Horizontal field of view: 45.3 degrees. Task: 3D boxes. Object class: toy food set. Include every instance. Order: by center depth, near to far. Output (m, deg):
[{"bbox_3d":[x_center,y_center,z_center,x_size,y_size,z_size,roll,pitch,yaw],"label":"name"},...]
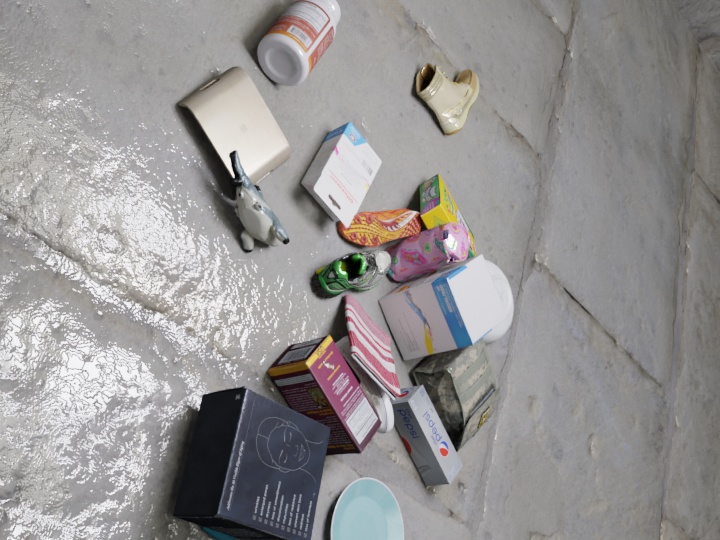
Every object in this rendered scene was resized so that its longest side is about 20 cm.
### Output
[{"bbox_3d":[-0.229,-0.253,1.580,0.143,0.060,0.202,-41,108,-32],"label":"toy food set"}]

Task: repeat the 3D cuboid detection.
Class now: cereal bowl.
[{"bbox_3d":[0.296,0.068,2.015,0.198,0.082,0.205,15,69,-44],"label":"cereal bowl"}]

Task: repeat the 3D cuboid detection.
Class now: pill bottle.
[{"bbox_3d":[-0.115,-0.467,1.713,0.113,0.111,0.202,49,48,-24],"label":"pill bottle"}]

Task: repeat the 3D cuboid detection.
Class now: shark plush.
[{"bbox_3d":[-0.197,-0.119,1.550,0.201,0.090,0.084,55,29,-27],"label":"shark plush"}]

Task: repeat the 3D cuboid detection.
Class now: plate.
[{"bbox_3d":[0.009,0.496,1.627,0.198,0.025,0.205,17,66,-43],"label":"plate"}]

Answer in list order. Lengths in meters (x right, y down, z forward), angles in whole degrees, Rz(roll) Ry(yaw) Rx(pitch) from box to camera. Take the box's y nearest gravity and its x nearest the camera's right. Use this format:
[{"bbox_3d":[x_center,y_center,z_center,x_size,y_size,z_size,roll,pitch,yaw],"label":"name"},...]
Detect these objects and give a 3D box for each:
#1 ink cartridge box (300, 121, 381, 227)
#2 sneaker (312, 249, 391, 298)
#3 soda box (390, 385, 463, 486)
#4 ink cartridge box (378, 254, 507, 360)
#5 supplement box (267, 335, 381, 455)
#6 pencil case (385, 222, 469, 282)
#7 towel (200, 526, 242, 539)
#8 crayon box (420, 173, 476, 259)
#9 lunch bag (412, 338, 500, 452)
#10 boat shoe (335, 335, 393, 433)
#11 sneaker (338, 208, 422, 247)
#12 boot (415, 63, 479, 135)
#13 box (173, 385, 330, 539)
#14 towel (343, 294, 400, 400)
[{"bbox_3d":[-0.044,-0.185,1.738,0.115,0.067,0.202,47,48,-26],"label":"ink cartridge box"},{"bbox_3d":[0.000,0.000,1.711,0.198,0.085,0.079,-22,83,-48],"label":"sneaker"},{"bbox_3d":[0.131,0.340,1.770,0.063,0.067,0.203,-39,108,-46],"label":"soda box"},{"bbox_3d":[0.169,0.079,1.791,0.146,0.198,0.147,-30,98,-46],"label":"ink cartridge box"},{"bbox_3d":[-0.063,0.230,1.565,0.086,0.109,0.202,-46,112,-43],"label":"supplement box"},{"bbox_3d":[0.136,-0.035,1.787,0.086,0.198,0.089,15,67,-39],"label":"pencil case"},{"bbox_3d":[-0.176,0.408,1.460,0.200,0.021,0.149,44,50,-31],"label":"towel"},{"bbox_3d":[0.194,-0.099,1.908,0.174,0.057,0.201,58,15,-20],"label":"crayon box"},{"bbox_3d":[0.219,0.266,1.853,0.163,0.116,0.204,-33,109,-46],"label":"lunch bag"},{"bbox_3d":[-0.003,0.228,1.667,0.065,0.073,0.203,-24,86,-44],"label":"boat shoe"},{"bbox_3d":[0.036,-0.090,1.806,0.197,0.077,0.075,-4,100,-32],"label":"sneaker"},{"bbox_3d":[0.208,-0.448,2.079,0.155,0.072,0.203,44,56,-32],"label":"boot"},{"bbox_3d":[-0.169,0.320,1.385,0.195,0.122,0.204,34,56,-38],"label":"box"},{"bbox_3d":[0.021,0.145,1.668,0.144,0.023,0.201,48,16,-26],"label":"towel"}]
